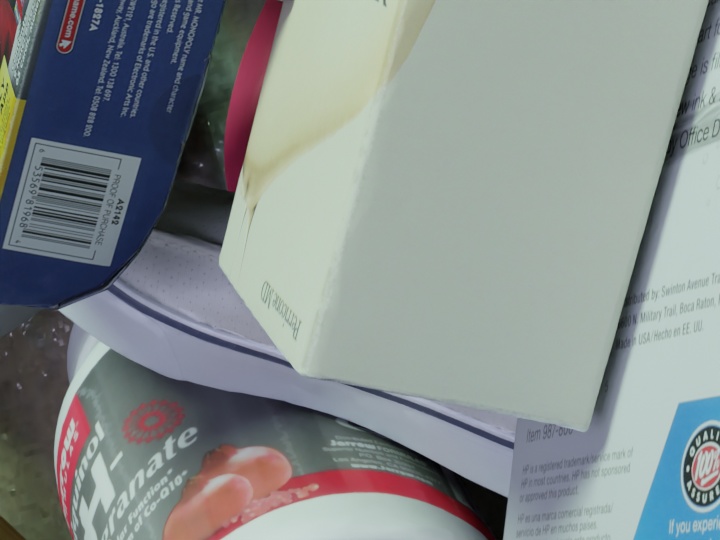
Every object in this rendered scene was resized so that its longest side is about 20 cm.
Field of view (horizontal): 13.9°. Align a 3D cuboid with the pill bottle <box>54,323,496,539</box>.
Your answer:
[{"bbox_3d":[-0.028,0.069,0.854,0.111,0.110,0.200,-66,24,19],"label":"pill bottle"}]

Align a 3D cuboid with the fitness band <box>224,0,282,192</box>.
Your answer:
[{"bbox_3d":[0.031,-0.070,0.849,0.200,0.037,0.144,-19,64,46],"label":"fitness band"}]

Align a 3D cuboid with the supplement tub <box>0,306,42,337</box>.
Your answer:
[{"bbox_3d":[-0.163,-0.081,0.933,0.145,0.144,0.200,-45,76,25],"label":"supplement tub"}]

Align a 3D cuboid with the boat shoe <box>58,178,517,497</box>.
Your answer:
[{"bbox_3d":[0.000,0.000,0.791,0.199,0.071,0.070,22,121,21],"label":"boat shoe"}]

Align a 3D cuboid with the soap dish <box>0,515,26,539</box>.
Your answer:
[{"bbox_3d":[-0.184,0.111,0.960,0.157,0.081,0.200,-19,129,30],"label":"soap dish"}]

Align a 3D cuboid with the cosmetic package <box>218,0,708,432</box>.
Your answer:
[{"bbox_3d":[0.032,-0.077,0.676,0.073,0.104,0.201,12,100,-17],"label":"cosmetic package"}]

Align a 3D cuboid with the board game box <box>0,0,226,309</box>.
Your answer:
[{"bbox_3d":[-0.061,-0.123,0.777,0.061,0.200,0.201,10,119,-17],"label":"board game box"}]

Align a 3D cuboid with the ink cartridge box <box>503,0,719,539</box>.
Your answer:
[{"bbox_3d":[0.104,-0.017,0.676,0.145,0.084,0.201,161,117,-68],"label":"ink cartridge box"}]
